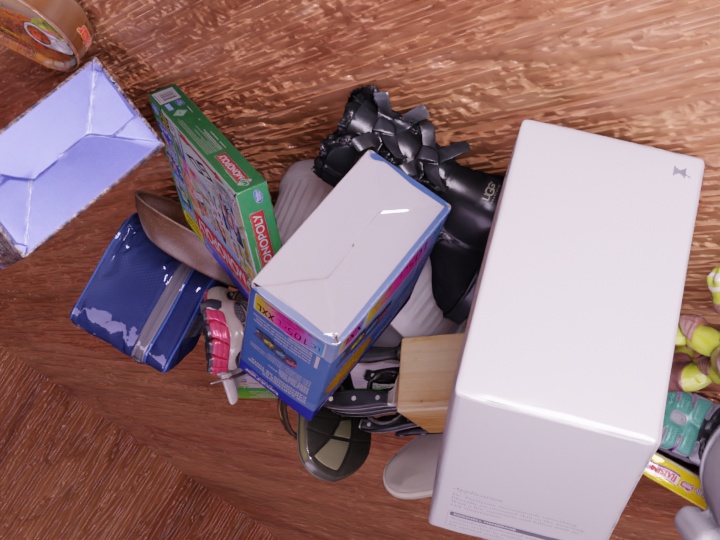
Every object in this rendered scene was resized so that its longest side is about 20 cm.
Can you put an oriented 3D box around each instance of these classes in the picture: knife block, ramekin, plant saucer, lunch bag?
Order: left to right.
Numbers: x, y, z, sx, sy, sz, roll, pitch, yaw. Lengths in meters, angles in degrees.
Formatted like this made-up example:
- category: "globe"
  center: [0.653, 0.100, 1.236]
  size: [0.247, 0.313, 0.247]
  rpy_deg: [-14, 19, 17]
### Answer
- category: "lunch bag"
  center: [-0.203, 0.025, 1.487]
  size: [0.132, 0.136, 0.200]
  rpy_deg: [32, -171, 1]
- category: "plant saucer"
  center: [-0.133, -0.018, 1.355]
  size: [0.200, 0.037, 0.200]
  rpy_deg: [26, -174, -3]
- category: "ramekin"
  center: [0.000, 0.000, 1.216]
  size: [0.202, 0.094, 0.203]
  rpy_deg: [28, 162, 10]
- category: "knife block"
  center: [0.067, 0.088, 1.132]
  size: [0.175, 0.064, 0.200]
  rpy_deg: [10, 159, -16]

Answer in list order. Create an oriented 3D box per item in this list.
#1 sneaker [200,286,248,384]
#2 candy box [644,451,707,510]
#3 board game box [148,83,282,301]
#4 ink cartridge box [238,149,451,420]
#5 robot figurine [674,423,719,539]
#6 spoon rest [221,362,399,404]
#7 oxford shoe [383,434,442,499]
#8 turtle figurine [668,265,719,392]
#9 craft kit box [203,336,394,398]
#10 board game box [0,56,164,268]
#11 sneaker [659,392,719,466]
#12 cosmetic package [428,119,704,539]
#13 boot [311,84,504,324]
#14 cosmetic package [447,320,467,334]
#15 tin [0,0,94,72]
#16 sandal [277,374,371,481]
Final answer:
- category: "sneaker"
  center: [-0.100, 0.056, 1.238]
  size: [0.074, 0.081, 0.200]
  rpy_deg: [-6, -175, -5]
- category: "candy box"
  center: [0.284, 0.186, 1.274]
  size: [0.102, 0.026, 0.200]
  rpy_deg: [31, 180, 7]
- category: "board game box"
  center: [-0.114, -0.055, 1.160]
  size: [0.200, 0.029, 0.135]
  rpy_deg: [46, 154, 50]
- category: "ink cartridge box"
  center: [-0.017, 0.020, 1.017]
  size: [0.076, 0.137, 0.200]
  rpy_deg: [38, 157, 6]
- category: "robot figurine"
  center: [0.317, 0.166, 1.047]
  size: [0.200, 0.169, 0.113]
  rpy_deg: [-67, -46, -79]
- category: "spoon rest"
  center: [-0.040, 0.071, 1.353]
  size: [0.061, 0.199, 0.100]
  rpy_deg: [-131, 26, -68]
- category: "oxford shoe"
  center: [0.106, 0.156, 1.354]
  size: [0.058, 0.199, 0.075]
  rpy_deg: [50, -163, -47]
- category: "turtle figurine"
  center: [0.278, 0.068, 0.997]
  size: [0.200, 0.065, 0.161]
  rpy_deg: [41, 159, -29]
- category: "craft kit box"
  center: [-0.053, 0.088, 1.477]
  size: [0.199, 0.049, 0.198]
  rpy_deg: [0, 155, 2]
- category: "board game box"
  center: [-0.284, -0.091, 1.266]
  size: [0.097, 0.159, 0.200]
  rpy_deg: [52, 164, -10]
- category: "sneaker"
  center: [0.237, 0.118, 1.189]
  size: [0.199, 0.075, 0.088]
  rpy_deg: [32, 167, -5]
- category: "cosmetic package"
  center: [0.127, 0.050, 0.894]
  size: [0.122, 0.200, 0.200]
  rpy_deg: [14, 149, 5]
- category: "boot"
  center: [0.040, -0.047, 1.064]
  size: [0.162, 0.074, 0.198]
  rpy_deg: [28, 155, 2]
- category: "cosmetic package"
  center: [0.087, 0.090, 1.334]
  size: [0.050, 0.083, 0.200]
  rpy_deg: [32, 163, -2]
- category: "tin"
  center: [-0.316, -0.236, 1.193]
  size: [0.199, 0.042, 0.112]
  rpy_deg: [27, 166, 11]
- category: "sandal"
  center: [-0.040, 0.117, 1.235]
  size: [0.080, 0.057, 0.201]
  rpy_deg: [38, -159, -27]
